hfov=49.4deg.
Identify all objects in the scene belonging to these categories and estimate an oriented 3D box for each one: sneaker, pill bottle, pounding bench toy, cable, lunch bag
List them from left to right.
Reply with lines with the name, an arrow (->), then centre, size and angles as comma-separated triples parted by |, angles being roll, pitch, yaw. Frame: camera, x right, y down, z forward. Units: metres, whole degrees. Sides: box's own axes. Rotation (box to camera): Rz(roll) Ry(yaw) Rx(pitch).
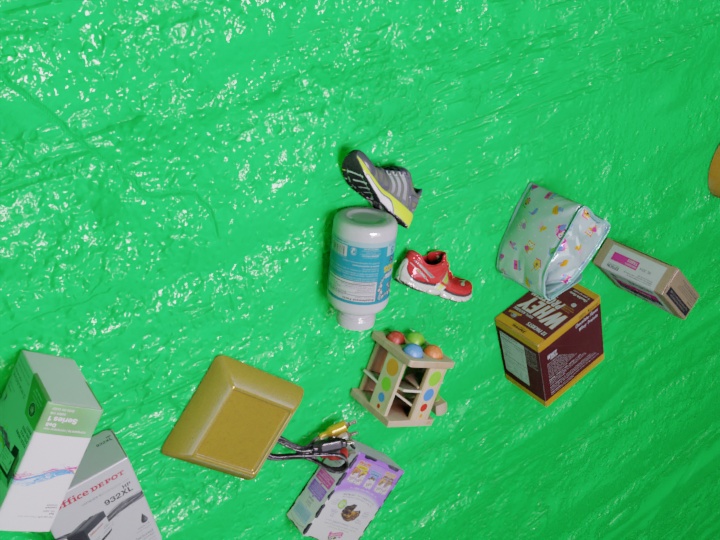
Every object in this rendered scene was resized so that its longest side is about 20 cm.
cable -> -0.096, 0.341, 1.485 | 0.199, 0.050, 0.098 | -4, 101, -16
pill bottle -> 0.000, 0.000, 1.348 | 0.110, 0.111, 0.201 | -12, 121, -34
sneaker -> 0.039, -0.153, 1.334 | 0.081, 0.074, 0.200 | -60, 141, -9
pounding bench toy -> 0.111, 0.205, 1.540 | 0.199, 0.124, 0.157 | 8, 108, -41
sneaker -> 0.155, 0.006, 1.503 | 0.199, 0.077, 0.085 | 14, 99, -43
lunch bag -> 0.376, -0.051, 1.581 | 0.122, 0.170, 0.201 | 23, 98, -36

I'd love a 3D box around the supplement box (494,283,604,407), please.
supplement box -> 0.430, 0.153, 1.763 | 0.197, 0.133, 0.201 | -34, 131, -19

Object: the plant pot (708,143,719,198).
plant pot -> 1.023, -0.252, 1.984 | 0.199, 0.183, 0.201 | -19, 124, -30

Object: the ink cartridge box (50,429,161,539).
ink cartridge box -> -0.417, 0.375, 1.235 | 0.145, 0.084, 0.201 | -27, 128, -25

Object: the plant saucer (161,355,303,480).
plant saucer -> -0.209, 0.269, 1.354 | 0.199, 0.048, 0.201 | 29, 94, -37

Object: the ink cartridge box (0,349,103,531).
ink cartridge box -> -0.453, 0.237, 1.087 | 0.084, 0.145, 0.201 | 19, 102, -42

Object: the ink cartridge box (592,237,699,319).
ink cartridge box -> 0.668, 0.018, 1.835 | 0.164, 0.200, 0.075 | 32, 91, -44

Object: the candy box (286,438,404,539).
candy box -> -0.029, 0.456, 1.603 | 0.168, 0.071, 0.201 | 36, 88, -45
